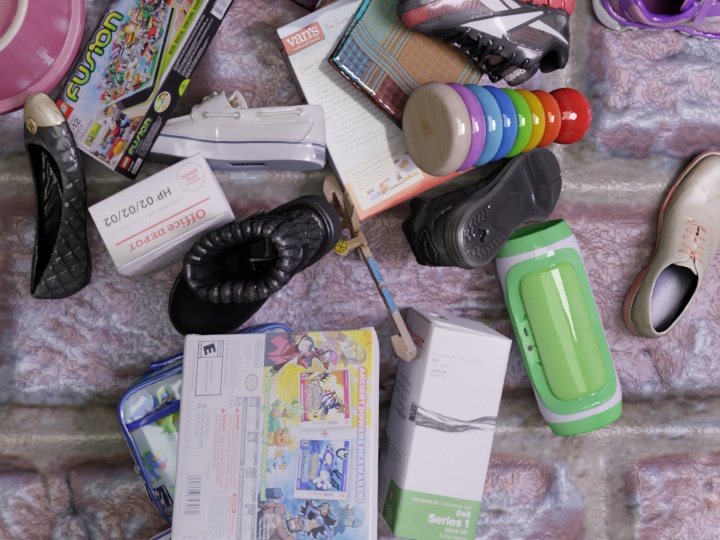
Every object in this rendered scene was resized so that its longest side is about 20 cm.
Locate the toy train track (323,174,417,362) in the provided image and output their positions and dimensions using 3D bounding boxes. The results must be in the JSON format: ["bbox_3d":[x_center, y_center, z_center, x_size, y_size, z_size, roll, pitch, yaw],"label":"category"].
[{"bbox_3d":[0.000,0.000,1.385,0.032,0.115,0.202,-23,64,-5],"label":"toy train track"}]

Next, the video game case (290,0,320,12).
[{"bbox_3d":[-0.005,-0.341,1.346,0.036,0.181,0.202,28,90,-7],"label":"video game case"}]

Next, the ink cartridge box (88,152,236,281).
[{"bbox_3d":[-0.177,-0.048,1.338,0.114,0.200,0.068,-27,89,-4],"label":"ink cartridge box"}]

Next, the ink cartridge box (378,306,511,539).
[{"bbox_3d":[0.076,0.146,1.409,0.083,0.146,0.203,11,94,-8],"label":"ink cartridge box"}]

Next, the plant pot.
[{"bbox_3d":[-0.351,-0.242,1.319,0.197,0.179,0.203,0,94,-7],"label":"plant pot"}]

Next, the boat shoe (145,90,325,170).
[{"bbox_3d":[-0.127,-0.135,1.391,0.197,0.071,0.071,2,82,17],"label":"boat shoe"}]

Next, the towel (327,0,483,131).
[{"bbox_3d":[0.066,-0.228,1.389,0.146,0.022,0.201,39,64,-21],"label":"towel"}]

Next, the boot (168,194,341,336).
[{"bbox_3d":[-0.122,0.008,1.328,0.211,0.158,0.080,-39,90,24],"label":"boot"}]

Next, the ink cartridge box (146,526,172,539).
[{"bbox_3d":[-0.108,0.278,1.409,0.196,0.047,0.201,-27,125,-2],"label":"ink cartridge box"}]

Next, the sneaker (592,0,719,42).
[{"bbox_3d":[0.331,-0.268,1.434,0.197,0.088,0.082,-1,93,-7],"label":"sneaker"}]

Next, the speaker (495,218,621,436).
[{"bbox_3d":[0.195,0.056,1.446,0.087,0.088,0.202,-18,96,-4],"label":"speaker"}]

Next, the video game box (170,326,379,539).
[{"bbox_3d":[-0.074,0.154,1.322,0.180,0.047,0.203,-3,68,10],"label":"video game box"}]

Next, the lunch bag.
[{"bbox_3d":[-0.128,0.146,1.423,0.198,0.082,0.163,-23,93,-5],"label":"lunch bag"}]

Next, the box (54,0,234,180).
[{"bbox_3d":[-0.209,-0.198,1.380,0.109,0.035,0.202,30,91,31],"label":"box"}]

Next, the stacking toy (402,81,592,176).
[{"bbox_3d":[0.137,-0.141,1.370,0.198,0.085,0.087,-12,97,-36],"label":"stacking toy"}]

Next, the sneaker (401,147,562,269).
[{"bbox_3d":[0.113,-0.062,1.420,0.199,0.113,0.077,-40,117,-40],"label":"sneaker"}]

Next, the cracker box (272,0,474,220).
[{"bbox_3d":[0.015,-0.167,1.423,0.133,0.058,0.202,-24,97,-5],"label":"cracker box"}]

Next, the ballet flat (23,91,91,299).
[{"bbox_3d":[-0.291,-0.067,1.376,0.056,0.066,0.203,-19,114,-36],"label":"ballet flat"}]

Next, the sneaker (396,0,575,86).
[{"bbox_3d":[0.123,-0.224,1.370,0.198,0.071,0.099,-1,83,-33],"label":"sneaker"}]

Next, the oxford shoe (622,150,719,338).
[{"bbox_3d":[0.329,-0.022,1.459,0.070,0.074,0.202,20,92,-7],"label":"oxford shoe"}]
